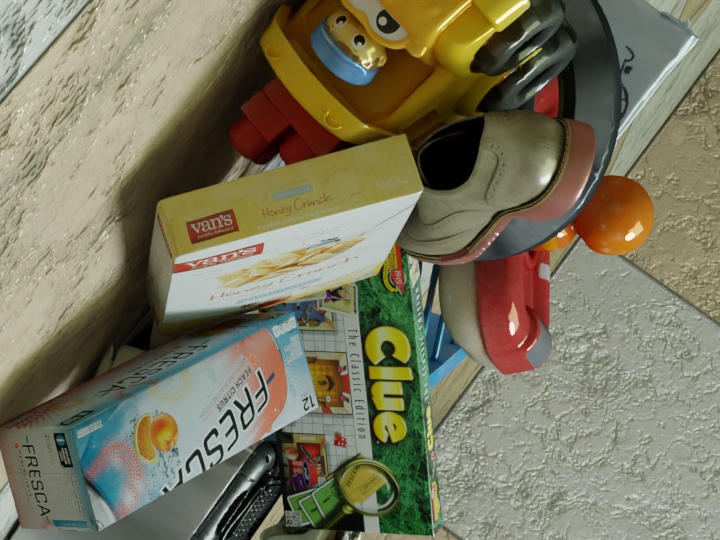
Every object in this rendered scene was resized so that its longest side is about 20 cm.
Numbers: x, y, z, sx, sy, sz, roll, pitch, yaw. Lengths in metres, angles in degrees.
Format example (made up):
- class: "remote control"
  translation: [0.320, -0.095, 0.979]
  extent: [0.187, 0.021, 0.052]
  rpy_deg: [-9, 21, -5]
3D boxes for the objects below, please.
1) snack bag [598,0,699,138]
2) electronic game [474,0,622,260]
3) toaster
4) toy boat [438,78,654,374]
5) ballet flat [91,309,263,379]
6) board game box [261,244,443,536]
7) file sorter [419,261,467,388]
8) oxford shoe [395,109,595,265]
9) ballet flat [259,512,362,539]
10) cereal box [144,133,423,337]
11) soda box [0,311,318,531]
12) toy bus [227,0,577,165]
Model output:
- class: "snack bag"
  translation: [0.137, -0.138, 1.956]
  extent: [0.021, 0.189, 0.200]
  rpy_deg: [31, 99, -44]
- class: "electronic game"
  translation: [0.072, -0.106, 1.609]
  extent: [0.042, 0.200, 0.200]
  rpy_deg: [-5, 132, -54]
- class: "toaster"
  translation: [-0.136, 0.164, 1.745]
  extent: [0.181, 0.118, 0.200]
  rpy_deg: [-56, 172, 1]
- class: "toy boat"
  translation: [0.123, -0.036, 1.688]
  extent: [0.131, 0.130, 0.201]
  rpy_deg: [44, 46, -71]
- class: "ballet flat"
  translation: [-0.127, 0.056, 1.616]
  extent: [0.200, 0.068, 0.067]
  rpy_deg: [-57, 158, -35]
- class: "board game box"
  translation: [-0.007, 0.070, 1.664]
  extent: [0.023, 0.104, 0.201]
  rpy_deg: [-48, 135, -64]
- class: "file sorter"
  translation: [0.000, 0.000, 1.767]
  extent: [0.200, 0.138, 0.123]
  rpy_deg: [-36, 139, -67]
- class: "oxford shoe"
  translation: [0.054, -0.055, 1.487]
  extent: [0.200, 0.075, 0.071]
  rpy_deg: [-29, -133, 60]
- class: "ballet flat"
  translation: [-0.027, 0.161, 1.773]
  extent: [0.075, 0.068, 0.201]
  rpy_deg: [-7, 130, -50]
- class: "cereal box"
  translation: [-0.048, -0.017, 1.505]
  extent: [0.143, 0.040, 0.200]
  rpy_deg: [-16, 169, -9]
- class: "soda box"
  translation: [-0.115, 0.085, 1.531]
  extent: [0.068, 0.064, 0.200]
  rpy_deg: [-3, -163, 41]
- class: "toy bus"
  translation: [0.007, -0.125, 1.469]
  extent: [0.192, 0.136, 0.200]
  rpy_deg: [-39, 170, 2]
